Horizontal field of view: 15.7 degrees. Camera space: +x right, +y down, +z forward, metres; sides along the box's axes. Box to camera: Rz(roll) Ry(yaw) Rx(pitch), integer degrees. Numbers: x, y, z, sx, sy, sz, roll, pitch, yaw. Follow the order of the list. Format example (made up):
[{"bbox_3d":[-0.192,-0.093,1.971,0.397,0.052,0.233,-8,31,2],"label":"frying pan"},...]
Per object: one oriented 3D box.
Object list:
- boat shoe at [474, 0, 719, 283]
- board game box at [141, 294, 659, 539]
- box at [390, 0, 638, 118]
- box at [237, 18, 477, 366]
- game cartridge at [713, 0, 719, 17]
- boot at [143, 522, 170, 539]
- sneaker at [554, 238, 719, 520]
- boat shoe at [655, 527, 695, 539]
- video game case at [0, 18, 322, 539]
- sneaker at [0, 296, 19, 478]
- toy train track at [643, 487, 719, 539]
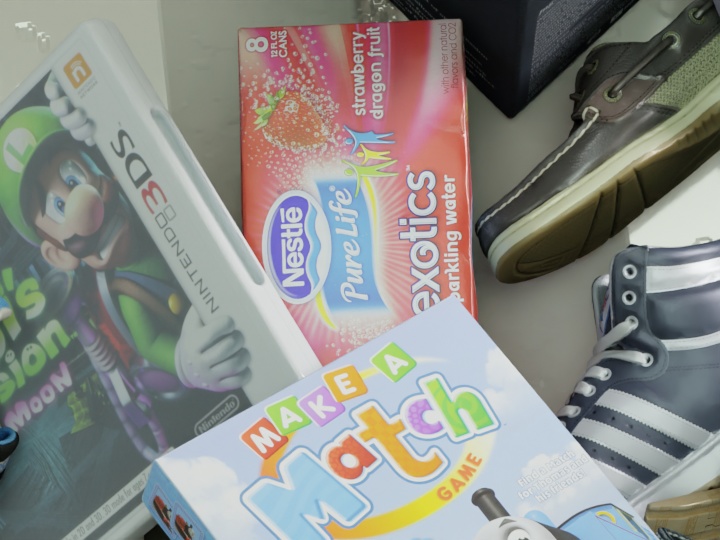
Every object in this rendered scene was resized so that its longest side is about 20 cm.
[{"bbox_3d":[0.124,-0.072,1.148,0.201,0.072,0.066,-37,74,-11],"label":"boat shoe"},{"bbox_3d":[0.036,0.120,0.982,0.151,0.037,0.200,-28,66,-29],"label":"board game box"},{"bbox_3d":[0.052,-0.174,1.103,0.107,0.200,0.148,-43,80,-7],"label":"box"},{"bbox_3d":[0.000,0.000,1.120,0.099,0.095,0.201,-2,78,2],"label":"box"},{"bbox_3d":[0.211,-0.165,1.145,0.133,0.041,0.201,-3,61,-6],"label":"game cartridge"},{"bbox_3d":[-0.106,0.182,1.096,0.097,0.075,0.201,0,80,-1],"label":"boot"},{"bbox_3d":[0.100,0.061,1.116,0.200,0.070,0.109,-29,83,-11],"label":"sneaker"},{"bbox_3d":[0.203,0.132,1.051,0.200,0.071,0.091,27,100,-5],"label":"boat shoe"},{"bbox_3d":[-0.128,0.026,1.097,0.200,0.023,0.182,-41,73,30],"label":"video game case"},{"bbox_3d":[-0.180,0.099,1.085,0.072,0.072,0.201,10,108,19],"label":"sneaker"},{"bbox_3d":[0.178,0.068,1.066,0.114,0.201,0.033,-10,35,-29],"label":"toy train track"}]
